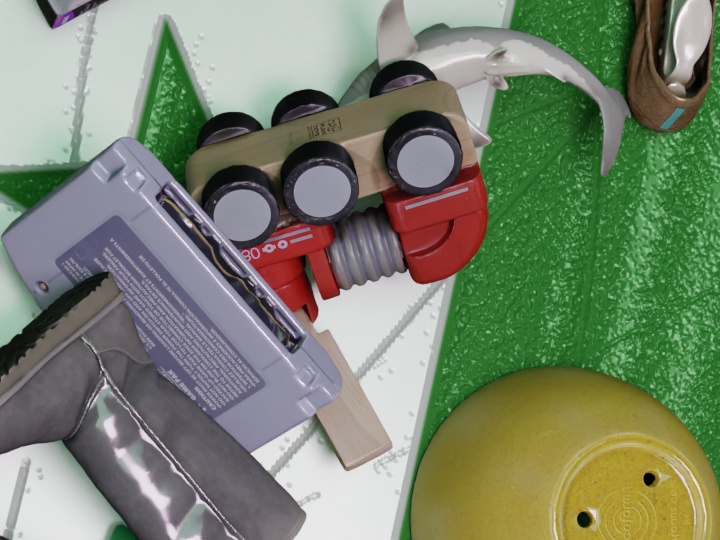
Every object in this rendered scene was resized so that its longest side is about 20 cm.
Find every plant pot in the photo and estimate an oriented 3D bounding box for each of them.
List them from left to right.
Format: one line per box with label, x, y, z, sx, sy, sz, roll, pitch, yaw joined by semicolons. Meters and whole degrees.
plant pot;0.144;0.153;1.362;0.199;0.142;0.201;2;82;-13

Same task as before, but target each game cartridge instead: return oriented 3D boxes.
game cartridge;-0.118;0.026;1.325;0.200;0.133;0.041;50;35;-11

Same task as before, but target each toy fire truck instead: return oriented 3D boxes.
toy fire truck;0.000;0.000;1.363;0.175;0.129;0.201;-16;121;1

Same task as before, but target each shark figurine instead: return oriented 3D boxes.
shark figurine;0.075;-0.133;1.418;0.213;0.090;0.129;-4;118;-5

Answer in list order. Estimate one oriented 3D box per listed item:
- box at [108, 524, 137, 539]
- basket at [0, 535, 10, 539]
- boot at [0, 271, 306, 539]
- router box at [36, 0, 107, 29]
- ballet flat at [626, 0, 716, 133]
box;-0.079;0.242;1.350;0.199;0.048;0.118;23;79;-7
basket;-0.190;0.240;1.253;0.199;0.136;0.181;32;84;19
boot;-0.143;0.123;1.275;0.182;0.072;0.201;-40;107;-31
router box;-0.177;-0.274;1.386;0.149;0.051;0.201;-30;91;-13
ballet flat;0.212;-0.192;1.454;0.067;0.072;0.201;9;81;-13
